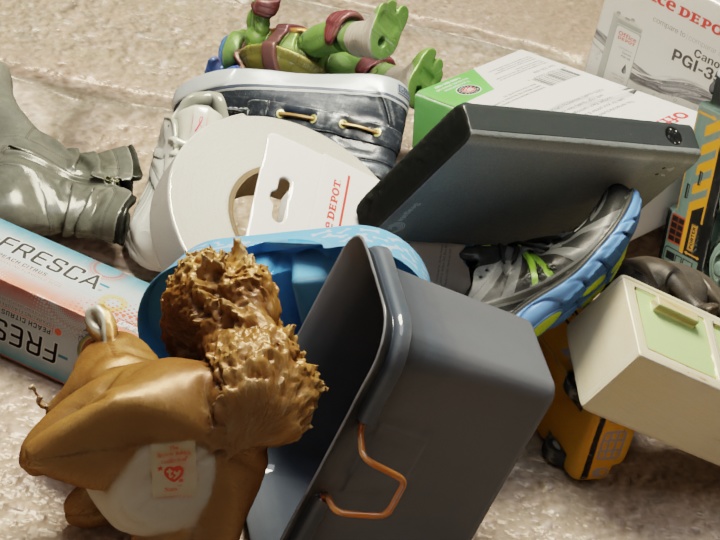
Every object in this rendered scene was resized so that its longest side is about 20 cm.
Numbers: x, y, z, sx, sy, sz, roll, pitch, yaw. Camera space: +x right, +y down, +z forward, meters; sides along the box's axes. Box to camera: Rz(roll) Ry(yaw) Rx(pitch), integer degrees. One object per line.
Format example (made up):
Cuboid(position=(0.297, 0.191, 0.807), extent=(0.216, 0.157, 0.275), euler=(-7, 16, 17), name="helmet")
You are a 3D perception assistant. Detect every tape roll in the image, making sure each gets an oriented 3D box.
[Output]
Cuboid(position=(-0.055, -0.022, 1.686), extent=(0.203, 0.037, 0.203), euler=(17, 50, -22), name="tape roll")

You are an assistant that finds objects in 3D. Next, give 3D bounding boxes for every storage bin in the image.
Cuboid(position=(0.028, 0.100, 1.460), extent=(0.134, 0.200, 0.146), euler=(15, 30, -20), name="storage bin")

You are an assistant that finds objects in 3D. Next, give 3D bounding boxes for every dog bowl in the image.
Cuboid(position=(-0.044, 0.026, 1.532), extent=(0.200, 0.112, 0.050), euler=(-5, 28, 14), name="dog bowl")

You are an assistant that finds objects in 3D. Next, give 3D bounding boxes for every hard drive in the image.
Cuboid(position=(0.115, -0.062, 1.607), extent=(0.200, 0.140, 0.033), euler=(3, 60, -34), name="hard drive")

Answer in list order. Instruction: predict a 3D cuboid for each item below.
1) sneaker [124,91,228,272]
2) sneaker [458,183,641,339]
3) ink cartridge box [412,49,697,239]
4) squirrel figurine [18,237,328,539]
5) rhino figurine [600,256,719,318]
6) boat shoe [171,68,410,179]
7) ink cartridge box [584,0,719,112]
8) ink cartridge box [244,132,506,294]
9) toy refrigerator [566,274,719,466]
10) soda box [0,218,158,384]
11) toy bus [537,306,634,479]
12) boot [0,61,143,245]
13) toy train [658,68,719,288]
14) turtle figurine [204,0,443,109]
Cuboid(position=(-0.132, -0.071, 1.752), extent=(0.078, 0.099, 0.200), euler=(7, 32, -8), name="sneaker")
Cuboid(position=(0.112, 0.001, 1.576), extent=(0.200, 0.071, 0.083), euler=(-38, 73, -14), name="sneaker")
Cuboid(position=(0.162, -0.098, 1.884), extent=(0.200, 0.084, 0.146), euler=(24, 33, 36), name="ink cartridge box")
Cuboid(position=(-0.117, 0.080, 1.456), extent=(0.142, 0.200, 0.187), euler=(49, 2, -22), name="squirrel figurine")
Cuboid(position=(0.218, 0.023, 1.698), extent=(0.087, 0.060, 0.200), euler=(41, 13, 31), name="rhino figurine")
Cuboid(position=(-0.062, -0.107, 1.863), extent=(0.200, 0.071, 0.091), euler=(0, 66, 18), name="boat shoe")
Cuboid(position=(0.264, -0.159, 1.933), extent=(0.147, 0.200, 0.083), euler=(33, 37, 29), name="ink cartridge box")
Cuboid(position=(0.000, 0.000, 1.630), extent=(0.200, 0.068, 0.116), euler=(26, 49, -18), name="ink cartridge box")
Cuboid(position=(0.243, 0.079, 1.599), extent=(0.200, 0.070, 0.076), euler=(23, 39, -27), name="toy refrigerator")
Cuboid(position=(-0.224, 0.022, 1.609), extent=(0.200, 0.064, 0.068), euler=(24, 34, 16), name="soda box")
Cuboid(position=(0.144, 0.064, 1.671), extent=(0.078, 0.065, 0.200), euler=(-1, 34, -26), name="toy bus")
Cuboid(position=(-0.232, -0.084, 1.763), extent=(0.131, 0.068, 0.200), euler=(0, 42, -9), name="boot")
Cuboid(position=(0.294, -0.061, 1.807), extent=(0.085, 0.200, 0.114), euler=(-4, 22, -34), name="toy train")
Cuboid(position=(-0.018, -0.210, 1.942), extent=(0.194, 0.144, 0.200), euler=(14, 31, 42), name="turtle figurine")
